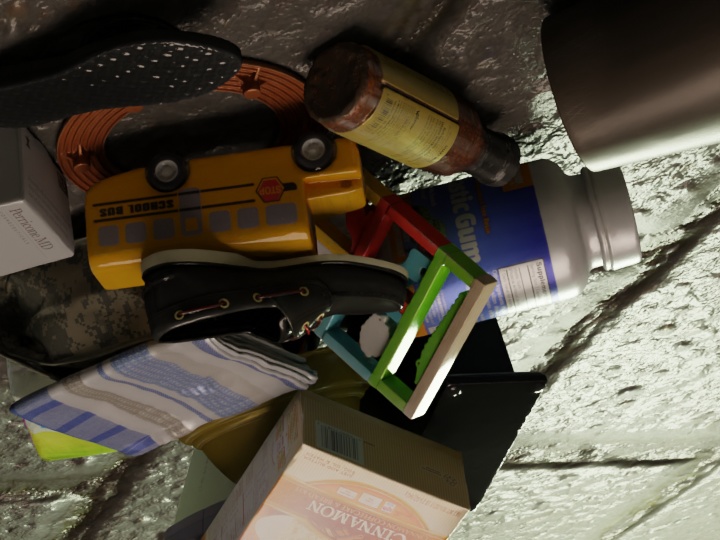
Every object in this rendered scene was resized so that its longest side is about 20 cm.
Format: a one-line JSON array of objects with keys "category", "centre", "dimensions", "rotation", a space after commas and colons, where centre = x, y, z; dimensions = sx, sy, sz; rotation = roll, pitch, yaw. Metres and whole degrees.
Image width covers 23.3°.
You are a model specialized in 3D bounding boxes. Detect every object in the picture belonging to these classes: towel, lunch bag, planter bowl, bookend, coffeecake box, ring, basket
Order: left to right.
[{"category": "lunch bag", "centre": [-0.190, 0.040, 1.390], "dimensions": [0.199, 0.119, 0.164], "rotation": [-18, 161, 23]}, {"category": "towel", "centre": [-0.149, 0.094, 1.344], "dimensions": [0.199, 0.024, 0.147], "rotation": [-23, 151, 26]}, {"category": "ring", "centre": [-0.121, -0.091, 1.268], "dimensions": [0.199, 0.019, 0.201], "rotation": [-9, 153, -4]}, {"category": "planter bowl", "centre": [-0.067, 0.132, 1.481], "dimensions": [0.199, 0.084, 0.200], "rotation": [-18, 168, -4]}, {"category": "coffeecake box", "centre": [-0.028, 0.213, 1.420], "dimensions": [0.153, 0.073, 0.201], "rotation": [23, 120, -18]}, {"category": "bookend", "centre": [0.063, 0.077, 1.520], "dimensions": [0.091, 0.201, 0.199], "rotation": [-1, 140, -20]}, {"category": "basket", "centre": [0.234, -0.149, 1.177], "dimensions": [0.199, 0.137, 0.180], "rotation": [-18, 152, 21]}]

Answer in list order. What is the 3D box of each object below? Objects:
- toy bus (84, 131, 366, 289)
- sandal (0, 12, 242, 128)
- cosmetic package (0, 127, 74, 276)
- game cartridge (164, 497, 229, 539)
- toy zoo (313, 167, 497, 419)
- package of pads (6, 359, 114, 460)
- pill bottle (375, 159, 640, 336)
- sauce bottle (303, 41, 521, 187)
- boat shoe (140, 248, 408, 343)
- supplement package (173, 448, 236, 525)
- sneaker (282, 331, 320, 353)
[{"category": "toy bus", "centre": [-0.094, -0.042, 1.253], "dimensions": [0.198, 0.079, 0.065], "rotation": [-8, 160, 3]}, {"category": "sandal", "centre": [-0.172, -0.138, 1.133], "dimensions": [0.199, 0.048, 0.075], "rotation": [-7, 158, 21]}, {"category": "cosmetic package", "centre": [-0.315, -0.033, 1.242], "dimensions": [0.198, 0.075, 0.102], "rotation": [-14, 155, 8]}, {"category": "game cartridge", "centre": [-0.061, 0.243, 1.506], "dimensions": [0.198, 0.041, 0.134], "rotation": [-15, 121, 9]}, {"category": "toy zoo", "centre": [0.000, 0.000, 1.323], "dimensions": [0.020, 0.200, 0.132], "rotation": [-16, 141, -52]}, {"category": "package of pads", "centre": [-0.206, 0.105, 1.569], "dimensions": [0.198, 0.069, 0.155], "rotation": [-9, 154, -5]}, {"category": "pill bottle", "centre": [0.115, -0.024, 1.378], "dimensions": [0.198, 0.113, 0.112], "rotation": [-15, 154, 5]}, {"category": "sauce bottle", "centre": [0.043, -0.104, 1.255], "dimensions": [0.066, 0.066, 0.199], "rotation": [-28, 148, 30]}, {"category": "boat shoe", "centre": [-0.058, 0.023, 1.240], "dimensions": [0.200, 0.064, 0.074], "rotation": [0, 159, -24]}, {"category": "supplement package", "centre": [-0.077, 0.200, 1.635], "dimensions": [0.155, 0.201, 0.111], "rotation": [-30, 123, 34]}, {"category": "sneaker", "centre": [-0.070, 0.059, 1.523], "dimensions": [0.073, 0.080, 0.200], "rotation": [-10, 155, -7]}]
